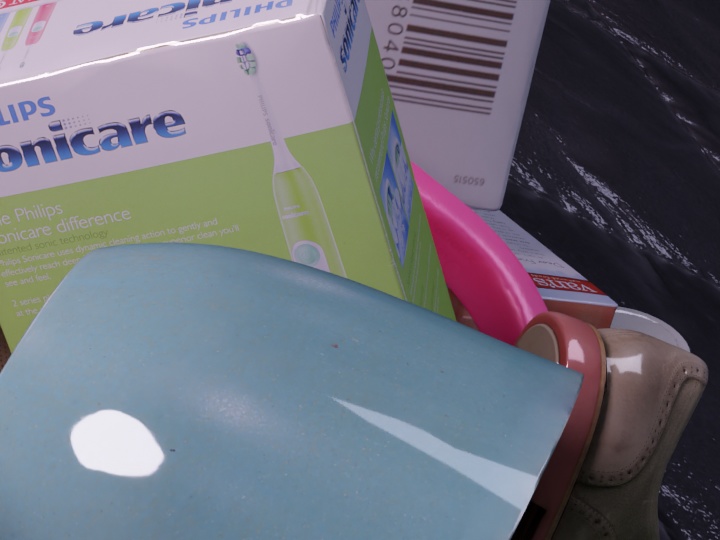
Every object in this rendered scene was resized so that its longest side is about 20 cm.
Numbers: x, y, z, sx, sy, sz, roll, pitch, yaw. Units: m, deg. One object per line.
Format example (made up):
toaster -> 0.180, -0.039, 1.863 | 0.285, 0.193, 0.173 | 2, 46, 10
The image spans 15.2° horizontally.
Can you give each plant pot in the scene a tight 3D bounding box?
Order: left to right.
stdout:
plant pot -> -0.046, 0.084, 0.868 | 0.161, 0.201, 0.201 | 28, 18, 3

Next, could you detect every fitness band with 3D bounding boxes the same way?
fitness band -> 0.000, 0.000, 1.105 | 0.200, 0.037, 0.144 | 38, 36, -16

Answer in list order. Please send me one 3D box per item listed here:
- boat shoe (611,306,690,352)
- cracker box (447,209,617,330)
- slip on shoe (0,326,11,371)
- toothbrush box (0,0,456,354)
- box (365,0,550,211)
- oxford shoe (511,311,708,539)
boat shoe -> 0.067, 0.050, 1.346 | 0.200, 0.060, 0.074 | 4, 29, -27
cracker box -> 0.012, -0.004, 1.273 | 0.134, 0.058, 0.200 | 7, 19, -29
slip on shoe -> -0.180, -0.006, 1.019 | 0.200, 0.061, 0.076 | 40, 18, 4
toothbrush box -> -0.053, -0.006, 0.973 | 0.086, 0.145, 0.200 | -82, 157, -59
box -> -0.034, -0.149, 1.224 | 0.200, 0.199, 0.171 | 7, 12, -28
oxford shoe -> 0.073, 0.113, 0.989 | 0.075, 0.200, 0.070 | 9, 26, -20
